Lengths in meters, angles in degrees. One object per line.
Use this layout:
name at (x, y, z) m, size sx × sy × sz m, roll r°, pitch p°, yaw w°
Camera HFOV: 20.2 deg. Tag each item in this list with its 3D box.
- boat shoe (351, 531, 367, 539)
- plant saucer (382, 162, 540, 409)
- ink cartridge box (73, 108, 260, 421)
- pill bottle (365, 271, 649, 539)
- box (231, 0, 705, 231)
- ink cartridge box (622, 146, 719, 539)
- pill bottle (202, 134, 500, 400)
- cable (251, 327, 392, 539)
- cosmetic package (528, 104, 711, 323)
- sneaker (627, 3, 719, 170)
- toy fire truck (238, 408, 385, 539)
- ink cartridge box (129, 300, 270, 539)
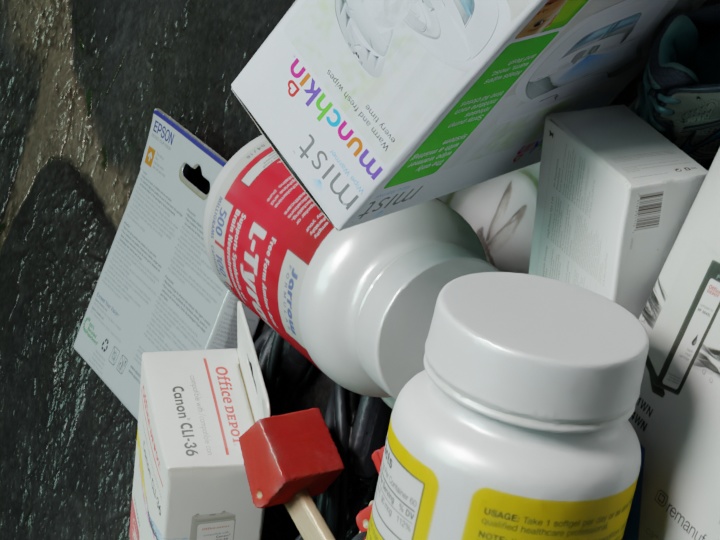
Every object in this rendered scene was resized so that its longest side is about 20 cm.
boat shoe at (-0.016, 0.203, 0.999) m, size 0.062 × 0.071 × 0.201 m, roll -21°, pitch 27°, yaw 25°
plant saucer at (0.068, -0.009, 1.153) m, size 0.200 × 0.050 × 0.202 m, roll -27°, pitch 57°, yaw 51°
ink cartridge box at (-0.128, 0.006, 1.461) m, size 0.199 × 0.040 × 0.201 m, roll 39°, pitch 111°, yaw 55°
pill bottle at (0.062, 0.111, 0.910) m, size 0.114 × 0.113 × 0.201 m, roll 44°, pitch 128°, yaw 54°
box at (0.066, -0.125, 0.956) m, size 0.097 × 0.199 × 0.177 m, roll 52°, pitch 127°, yaw 14°
ink cartridge box at (0.193, 0.050, 0.906) m, size 0.146 × 0.084 × 0.201 m, roll 46°, pitch 119°, yaw 54°
pill bottle at (0.000, 0.000, 1.105) m, size 0.200 × 0.112 × 0.113 m, roll 36°, pitch 109°, yaw 56°
cable at (-0.038, 0.105, 1.277) m, size 0.163 × 0.050 × 0.202 m, roll 17°, pitch 94°, yaw 58°
cosmetic package at (0.120, 0.028, 0.999) m, size 0.083 × 0.050 × 0.201 m, roll 46°, pitch 140°, yaw 51°
sneaker at (0.165, -0.093, 0.998) m, size 0.200 × 0.086 × 0.078 m, roll -36°, pitch 50°, yaw 46°
toy fire truck at (0.016, 0.156, 1.125) m, size 0.141 × 0.049 × 0.201 m, roll -37°, pitch 68°, yaw 44°
ink cartridge box at (-0.103, 0.130, 1.284) m, size 0.117 × 0.067 × 0.201 m, roll -112°, pitch 25°, yaw -52°
